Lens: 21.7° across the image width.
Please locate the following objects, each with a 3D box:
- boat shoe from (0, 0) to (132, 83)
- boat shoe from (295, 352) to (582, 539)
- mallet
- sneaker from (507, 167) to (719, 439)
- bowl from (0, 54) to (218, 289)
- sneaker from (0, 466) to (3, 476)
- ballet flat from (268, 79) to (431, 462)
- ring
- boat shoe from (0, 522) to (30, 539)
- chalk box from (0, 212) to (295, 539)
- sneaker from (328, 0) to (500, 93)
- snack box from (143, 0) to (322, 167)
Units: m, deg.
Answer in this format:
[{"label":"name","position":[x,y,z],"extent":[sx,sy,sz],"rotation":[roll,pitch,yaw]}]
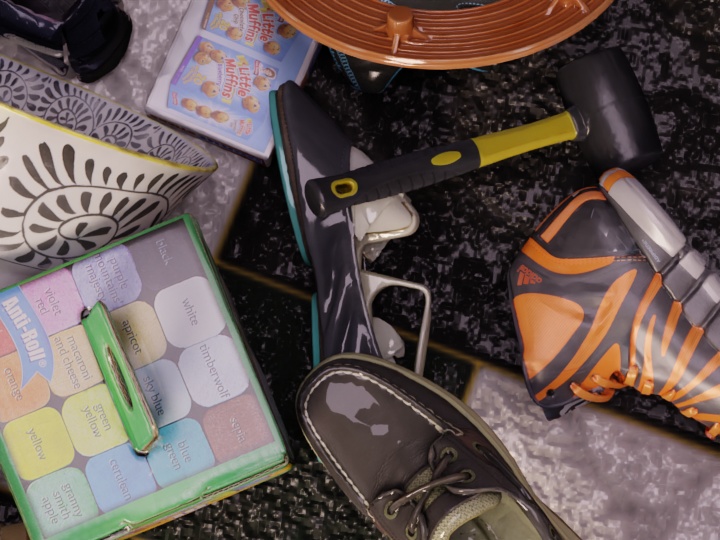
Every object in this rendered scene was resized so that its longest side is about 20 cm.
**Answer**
[{"label":"boat shoe","position":[-0.204,-0.179,0.959],"extent":[0.200,0.093,0.075],"rotation":[35,84,4]},{"label":"boat shoe","position":[0.048,0.114,0.880],"extent":[0.201,0.066,0.072],"rotation":[44,94,7]},{"label":"mallet","position":[0.067,-0.051,0.938],"extent":[0.200,0.041,0.066],"rotation":[-25,84,-27]},{"label":"sneaker","position":[0.151,0.055,0.948],"extent":[0.112,0.078,0.200],"rotation":[-40,84,6]},{"label":"bowl","position":[-0.177,-0.047,0.902],"extent":[0.200,0.201,0.094],"rotation":[23,97,3]},{"label":"sneaker","position":[-0.279,0.070,0.912],"extent":[0.200,0.115,0.075],"rotation":[-9,39,-5]},{"label":"ballet flat","position":[0.000,0.000,0.950],"extent":[0.073,0.073,0.200],"rotation":[-8,89,-1]},{"label":"ring","position":[0.039,-0.176,0.926],"extent":[0.200,0.019,0.201],"rotation":[-1,51,1]},{"label":"boat shoe","position":[-0.146,0.216,0.920],"extent":[0.074,0.076,0.200],"rotation":[-20,84,-6]},{"label":"chalk box","position":[-0.109,0.058,0.875],"extent":[0.124,0.200,0.125],"rotation":[-22,83,-3]},{"label":"sneaker","position":[0.074,-0.151,0.979],"extent":[0.200,0.073,0.082],"rotation":[-13,112,-6]},{"label":"snack box","position":[-0.042,-0.160,0.991],"extent":[0.072,0.024,0.200],"rotation":[23,83,1]}]
